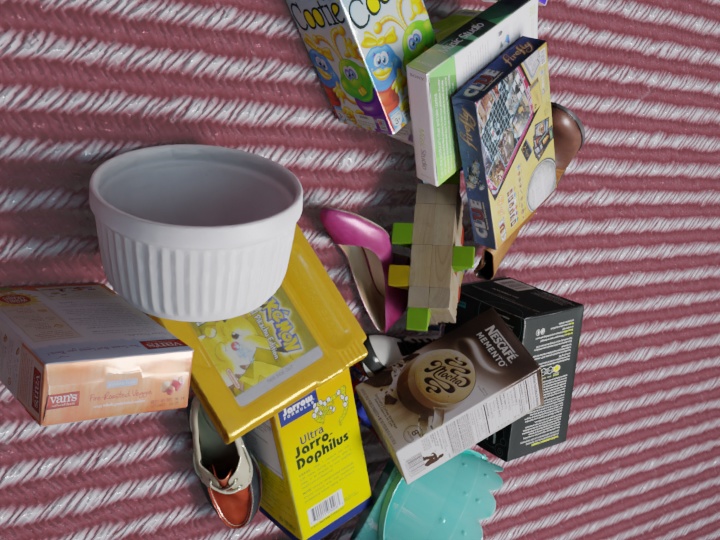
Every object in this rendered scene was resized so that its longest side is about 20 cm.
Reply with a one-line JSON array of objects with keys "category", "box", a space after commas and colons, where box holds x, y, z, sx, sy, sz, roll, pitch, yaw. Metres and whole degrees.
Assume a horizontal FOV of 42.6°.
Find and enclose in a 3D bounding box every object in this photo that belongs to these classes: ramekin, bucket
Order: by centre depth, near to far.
[{"category": "ramekin", "box": [-0.156, -0.036, 0.884, 0.198, 0.199, 0.106, -16, 125, -35]}, {"category": "bucket", "box": [0.081, 0.311, 1.187, 0.209, 0.134, 0.207, -62, 177, -6]}]

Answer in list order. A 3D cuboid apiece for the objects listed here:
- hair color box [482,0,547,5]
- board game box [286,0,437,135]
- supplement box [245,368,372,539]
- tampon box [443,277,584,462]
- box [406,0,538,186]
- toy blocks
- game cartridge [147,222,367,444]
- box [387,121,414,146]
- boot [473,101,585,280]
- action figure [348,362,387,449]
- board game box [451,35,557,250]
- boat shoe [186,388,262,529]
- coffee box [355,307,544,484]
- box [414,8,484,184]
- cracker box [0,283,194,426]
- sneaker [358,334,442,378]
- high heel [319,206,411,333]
[{"category": "hair color box", "box": [0.122, -0.364, 1.058, 0.198, 0.109, 0.066, 7, 101, -41]}, {"category": "board game box", "box": [0.003, -0.265, 0.995, 0.103, 0.104, 0.201, -41, 127, -22]}, {"category": "supplement box", "box": [-0.071, 0.201, 1.093, 0.109, 0.108, 0.203, -26, 121, -30]}, {"category": "tampon box", "box": [0.203, 0.131, 1.274, 0.125, 0.149, 0.203, -8, 111, -37]}, {"category": "box", "box": [0.131, -0.207, 1.037, 0.200, 0.036, 0.146, -40, 140, -31]}, {"category": "toy blocks", "box": [0.097, -0.012, 1.144, 0.137, 0.098, 0.203, 53, 41, -71]}, {"category": "game cartridge", "box": [-0.107, 0.060, 0.997, 0.199, 0.032, 0.177, -30, 83, -29]}, {"category": "box", "box": [0.118, -0.149, 1.114, 0.198, 0.041, 0.039, 16, 95, -40]}, {"category": "boot", "box": [0.209, -0.102, 1.210, 0.201, 0.068, 0.189, -53, 171, -21]}, {"category": "action figure", "box": [-0.003, 0.158, 1.181, 0.066, 0.052, 0.200, -50, 129, -8]}, {"category": "board game box", "box": [0.169, -0.143, 1.054, 0.135, 0.034, 0.202, -42, 137, -29]}, {"category": "boat shoe", "box": [-0.154, 0.212, 1.041, 0.070, 0.063, 0.203, -6, 112, 0]}, {"category": "coffee box", "box": [0.109, 0.149, 1.117, 0.198, 0.113, 0.080, -29, 138, -9]}, {"category": "box", "box": [0.116, -0.206, 1.150, 0.121, 0.047, 0.202, -30, 122, -27]}, {"category": "cracker box", "box": [-0.255, 0.068, 0.828, 0.133, 0.199, 0.059, -1, 107, -39]}, {"category": "sneaker", "box": [0.070, 0.108, 1.190, 0.080, 0.074, 0.199, -38, 148, 28]}, {"category": "high heel", "box": [0.000, 0.000, 1.113, 0.200, 0.067, 0.097, 41, 67, -54]}]
